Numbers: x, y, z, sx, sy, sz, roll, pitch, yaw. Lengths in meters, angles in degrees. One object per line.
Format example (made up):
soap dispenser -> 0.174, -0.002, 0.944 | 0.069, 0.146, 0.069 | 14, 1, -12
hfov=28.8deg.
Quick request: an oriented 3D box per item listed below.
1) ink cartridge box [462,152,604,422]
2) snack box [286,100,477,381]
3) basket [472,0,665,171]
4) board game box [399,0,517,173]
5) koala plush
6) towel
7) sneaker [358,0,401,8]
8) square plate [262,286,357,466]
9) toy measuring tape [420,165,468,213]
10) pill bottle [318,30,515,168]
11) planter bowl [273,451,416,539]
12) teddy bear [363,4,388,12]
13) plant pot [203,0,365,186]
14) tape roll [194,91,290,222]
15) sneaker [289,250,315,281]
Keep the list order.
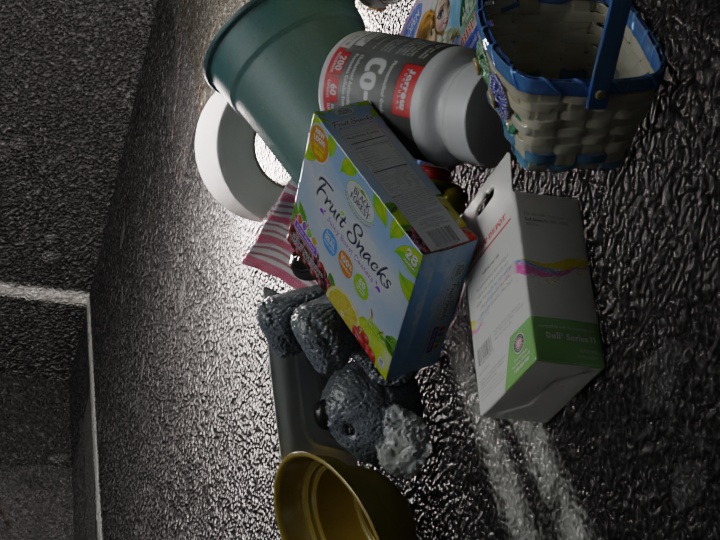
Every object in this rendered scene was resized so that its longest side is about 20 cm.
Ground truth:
ink cartridge box -> 0.143, 0.014, 1.199 | 0.117, 0.067, 0.201 | 124, 148, -55
snack box -> 0.014, -0.029, 1.309 | 0.200, 0.067, 0.169 | 53, 145, 32
basket -> 0.164, -0.188, 1.103 | 0.177, 0.138, 0.201 | -107, 21, -53
board game box -> 0.099, -0.241, 1.470 | 0.201, 0.041, 0.201 | 118, 153, -44
koala plush -> 0.013, 0.111, 1.462 | 0.177, 0.182, 0.202 | -172, 69, -69
towel -> -0.055, -0.023, 1.690 | 0.030, 0.146, 0.200 | -61, 6, -33
sneaker -> 0.030, -0.328, 1.554 | 0.085, 0.073, 0.200 | -46, -6, 6
square plate -> -0.050, 0.130, 1.597 | 0.200, 0.028, 0.200 | 29, -129, -64
toy measuring tape -> 0.048, -0.074, 1.478 | 0.199, 0.073, 0.074 | 5, 87, 52
pill bottle -> 0.062, -0.163, 1.347 | 0.199, 0.113, 0.115 | 19, 102, 46
planter bowl -> -0.001, 0.267, 1.451 | 0.200, 0.083, 0.202 | 32, 133, 43
teddy bear -> 0.028, -0.394, 1.733 | 0.200, 0.066, 0.146 | -54, 42, 43
plant pot -> -0.045, -0.194, 1.583 | 0.197, 0.199, 0.201 | 58, 145, 21
tape roll -> -0.101, -0.158, 1.785 | 0.139, 0.201, 0.205 | -168, 86, -71
sneaker -> -0.024, -0.047, 1.483 | 0.199, 0.060, 0.105 | 1, 121, 53
